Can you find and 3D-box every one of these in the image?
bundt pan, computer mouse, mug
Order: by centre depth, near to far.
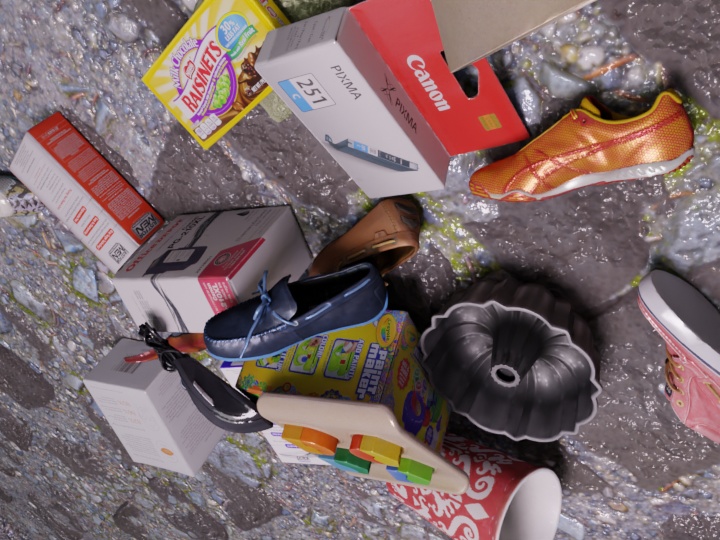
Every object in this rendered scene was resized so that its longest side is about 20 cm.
[{"bbox_3d":[0.168,0.089,0.771,0.198,0.076,0.205,18,135,19],"label":"bundt pan"},{"bbox_3d":[-0.188,0.148,0.857,0.198,0.046,0.141,34,163,12],"label":"computer mouse"},{"bbox_3d":[0.145,0.290,0.904,0.198,0.135,0.178,15,156,46],"label":"mug"}]

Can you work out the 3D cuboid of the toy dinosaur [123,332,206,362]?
[{"bbox_3d":[-0.212,0.099,0.978,0.105,0.201,0.181,43,171,-31],"label":"toy dinosaur"}]

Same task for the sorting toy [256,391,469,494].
[{"bbox_3d":[0.003,0.198,0.774,0.182,0.037,0.200,-1,146,35],"label":"sorting toy"}]

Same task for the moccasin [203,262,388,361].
[{"bbox_3d":[-0.071,0.031,0.730,0.196,0.081,0.069,-19,137,-6],"label":"moccasin"}]

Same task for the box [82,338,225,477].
[{"bbox_3d":[-0.344,0.231,1.198,0.149,0.107,0.203,3,128,29],"label":"box"}]

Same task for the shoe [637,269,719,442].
[{"bbox_3d":[0.319,0.090,0.680,0.199,0.072,0.091,38,132,-9],"label":"shoe"}]

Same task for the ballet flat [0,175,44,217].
[{"bbox_3d":[-0.572,-0.112,1.075,0.197,0.072,0.073,17,134,19],"label":"ballet flat"}]

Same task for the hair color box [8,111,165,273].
[{"bbox_3d":[-0.372,-0.102,0.961,0.200,0.061,0.101,48,136,-11],"label":"hair color box"}]

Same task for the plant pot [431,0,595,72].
[{"bbox_3d":[0.104,-0.264,0.452,0.185,0.187,0.203,-16,103,40],"label":"plant pot"}]

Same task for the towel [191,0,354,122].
[{"bbox_3d":[-0.086,-0.248,0.671,0.147,0.037,0.200,38,137,-3],"label":"towel"}]

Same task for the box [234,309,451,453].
[{"bbox_3d":[-0.010,0.141,0.856,0.189,0.124,0.201,3,148,29],"label":"box"}]

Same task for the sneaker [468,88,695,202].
[{"bbox_3d":[0.183,-0.106,0.614,0.197,0.073,0.079,-12,98,34],"label":"sneaker"}]

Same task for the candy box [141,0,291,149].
[{"bbox_3d":[-0.139,-0.203,0.702,0.103,0.027,0.198,49,139,-14],"label":"candy box"}]

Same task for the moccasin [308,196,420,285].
[{"bbox_3d":[0.001,0.000,0.795,0.073,0.079,0.200,14,144,-37],"label":"moccasin"}]

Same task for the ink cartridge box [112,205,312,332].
[{"bbox_3d":[-0.181,-0.001,0.865,0.196,0.145,0.086,-2,126,33],"label":"ink cartridge box"}]

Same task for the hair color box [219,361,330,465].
[{"bbox_3d":[-0.110,0.197,1.053,0.108,0.065,0.203,-7,121,35],"label":"hair color box"}]

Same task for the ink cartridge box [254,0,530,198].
[{"bbox_3d":[0.033,-0.146,0.624,0.173,0.046,0.200,-4,148,36],"label":"ink cartridge box"}]
